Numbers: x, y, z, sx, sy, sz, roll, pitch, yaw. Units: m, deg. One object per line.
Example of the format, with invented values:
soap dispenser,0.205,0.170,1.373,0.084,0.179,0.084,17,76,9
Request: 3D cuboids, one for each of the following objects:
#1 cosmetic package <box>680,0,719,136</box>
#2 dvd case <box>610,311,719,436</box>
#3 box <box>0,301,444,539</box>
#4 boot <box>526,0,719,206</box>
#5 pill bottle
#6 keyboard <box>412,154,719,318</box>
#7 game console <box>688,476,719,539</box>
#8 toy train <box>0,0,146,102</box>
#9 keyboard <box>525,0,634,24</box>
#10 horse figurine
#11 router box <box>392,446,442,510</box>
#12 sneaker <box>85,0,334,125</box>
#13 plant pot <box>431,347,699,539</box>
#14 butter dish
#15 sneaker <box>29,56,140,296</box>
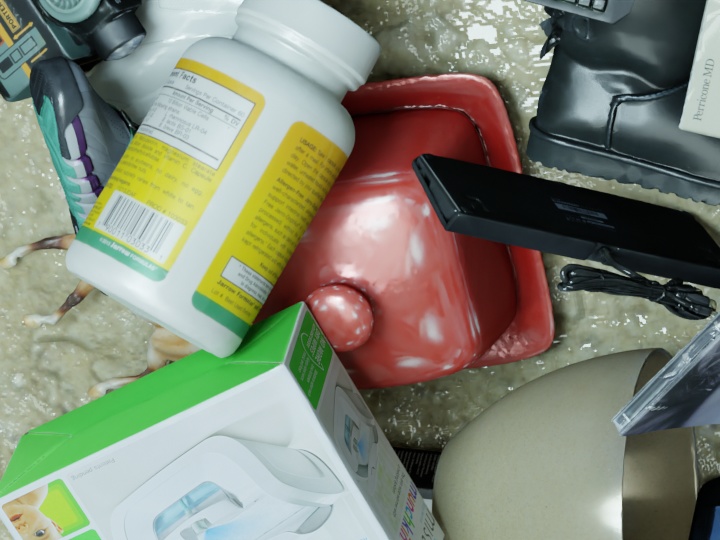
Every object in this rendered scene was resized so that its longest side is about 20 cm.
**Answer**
cosmetic package,0.279,-0.111,1.529,0.200,0.073,0.104,11,117,5
dvd case,0.249,0.040,1.682,0.149,0.200,0.016,-48,65,28
box,-0.080,0.145,1.681,0.200,0.097,0.177,-25,108,16
boot,0.192,-0.128,1.671,0.198,0.073,0.163,11,113,6
pill bottle,-0.073,-0.062,1.637,0.113,0.113,0.200,30,86,-3
keyboard,0.133,-0.014,1.662,0.200,0.127,0.021,11,117,-28
game console,0.265,0.127,1.707,0.172,0.200,0.119,-8,114,17
toy train,-0.208,-0.196,1.702,0.114,0.085,0.200,-36,86,30
keyboard,0.112,-0.245,1.578,0.127,0.021,0.200,15,92,8
horse figurine,-0.141,0.024,1.836,0.132,0.050,0.200,-32,104,29
router box,0.002,0.211,1.896,0.149,0.051,0.200,6,118,8
sneaker,-0.114,-0.139,1.743,0.200,0.075,0.087,-27,96,17
plant pot,0.120,0.149,1.758,0.134,0.200,0.200,-2,116,20
butter dish,0.000,0.000,1.734,0.199,0.148,0.200,-7,115,16
sneaker,-0.137,-0.068,1.703,0.087,0.074,0.200,-22,147,-8
